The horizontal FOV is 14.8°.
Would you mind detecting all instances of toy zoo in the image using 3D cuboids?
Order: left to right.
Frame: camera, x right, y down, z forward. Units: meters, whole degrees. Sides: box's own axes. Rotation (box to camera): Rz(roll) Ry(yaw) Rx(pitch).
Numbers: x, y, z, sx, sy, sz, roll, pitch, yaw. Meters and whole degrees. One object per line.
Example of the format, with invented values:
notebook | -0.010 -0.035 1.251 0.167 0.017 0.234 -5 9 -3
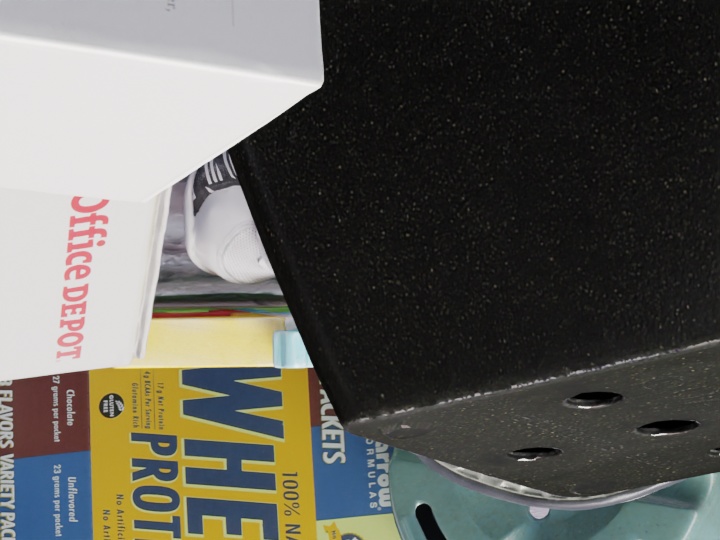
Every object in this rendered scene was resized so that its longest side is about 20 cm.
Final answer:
toy zoo | -0.045 0.026 1.131 0.130 0.021 0.200 -1 -179 -11

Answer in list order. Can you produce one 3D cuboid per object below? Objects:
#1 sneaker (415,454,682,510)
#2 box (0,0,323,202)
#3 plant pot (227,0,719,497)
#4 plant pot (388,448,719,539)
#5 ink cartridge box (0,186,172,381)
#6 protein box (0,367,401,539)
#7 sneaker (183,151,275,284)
sneaker | 0.116 0.034 1.106 0.201 0.077 0.146 -6 -166 3
box | -0.119 -0.097 0.631 0.199 0.125 0.097 7 161 -30
plant pot | 0.077 -0.041 0.769 0.199 0.178 0.200 -14 159 30
plant pot | 0.114 0.109 1.259 0.199 0.201 0.196 -10 157 19
ink cartridge box | -0.167 -0.023 0.861 0.199 0.084 0.145 -6 153 -13
protein box | -0.057 0.126 1.360 0.199 0.136 0.199 -7 163 9
sneaker | 0.000 0.000 0.991 0.075 0.116 0.200 8 159 -34
